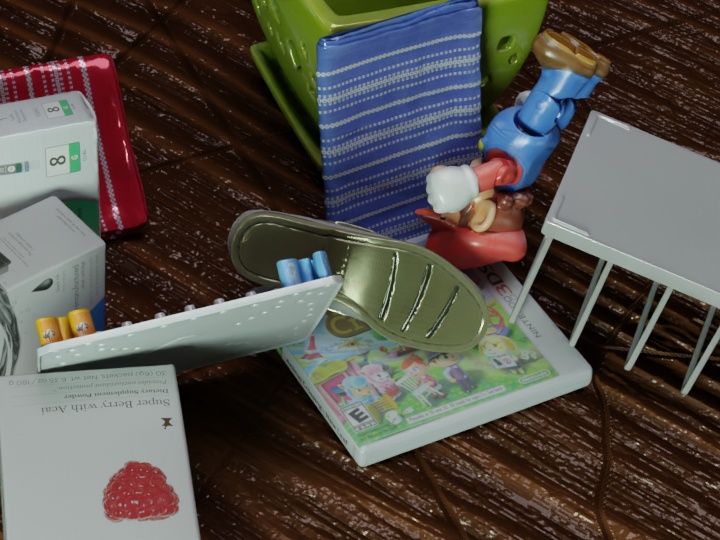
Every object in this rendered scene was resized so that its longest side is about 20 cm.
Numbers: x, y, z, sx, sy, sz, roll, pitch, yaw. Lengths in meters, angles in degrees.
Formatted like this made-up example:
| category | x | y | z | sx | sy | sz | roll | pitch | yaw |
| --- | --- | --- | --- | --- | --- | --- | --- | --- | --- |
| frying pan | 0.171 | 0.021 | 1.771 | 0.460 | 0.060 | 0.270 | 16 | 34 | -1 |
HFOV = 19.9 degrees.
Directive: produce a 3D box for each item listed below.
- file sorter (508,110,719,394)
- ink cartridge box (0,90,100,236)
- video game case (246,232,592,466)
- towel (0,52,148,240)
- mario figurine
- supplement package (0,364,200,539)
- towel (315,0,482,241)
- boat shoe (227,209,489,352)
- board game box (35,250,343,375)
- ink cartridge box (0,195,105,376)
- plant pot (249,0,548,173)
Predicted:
| category | x | y | z | sx | sy | sz | roll | pitch | yaw |
| --- | --- | --- | --- | --- | --- | --- | --- | --- | --- |
| file sorter | 0.229 | 0.002 | 1.517 | 0.200 | 0.125 | 0.139 | 23 | 45 | 4 |
| ink cartridge box | -0.289 | -0.038 | 1.486 | 0.200 | 0.161 | 0.050 | -14 | 43 | -21 |
| video game case | 0.043 | 0.050 | 1.535 | 0.200 | 0.022 | 0.182 | -18 | 48 | -24 |
| towel | -0.268 | -0.080 | 1.560 | 0.200 | 0.145 | 0.022 | -13 | 8 | -20 |
| mario figurine | 0.099 | -0.094 | 1.548 | 0.123 | 0.200 | 0.106 | 20 | 17 | -39 |
| supplement package | -0.166 | 0.173 | 1.304 | 0.121 | 0.120 | 0.200 | -4 | 44 | -11 |
| towel | 0.035 | -0.104 | 1.569 | 0.145 | 0.200 | 0.024 | -19 | 33 | -25 |
| boat shoe | 0.000 | 0.000 | 1.509 | 0.200 | 0.075 | 0.068 | 23 | 8 | -10 |
| board game box | -0.123 | 0.041 | 1.391 | 0.200 | 0.200 | 0.026 | -14 | 80 | -12 |
| ink cartridge box | -0.277 | 0.043 | 1.434 | 0.200 | 0.116 | 0.067 | -29 | 54 | -31 |
| plant pot | 0.018 | -0.198 | 1.681 | 0.200 | 0.182 | 0.199 | -13 | 46 | -20 |
